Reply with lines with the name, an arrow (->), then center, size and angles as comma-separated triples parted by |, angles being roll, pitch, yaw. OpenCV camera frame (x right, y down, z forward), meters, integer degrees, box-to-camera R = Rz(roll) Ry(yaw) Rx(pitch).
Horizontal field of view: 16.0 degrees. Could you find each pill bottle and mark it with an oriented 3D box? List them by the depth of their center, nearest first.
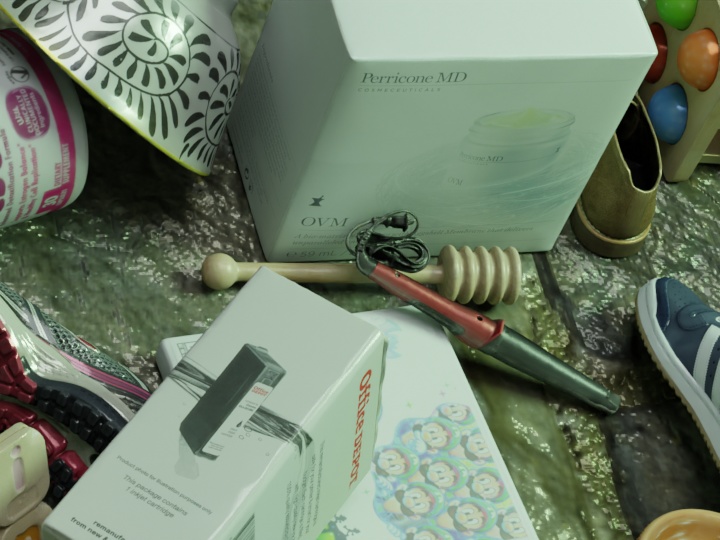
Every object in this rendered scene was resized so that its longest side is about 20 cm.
pill bottle -> -0.269, -0.063, 1.478 | 0.200, 0.113, 0.113 | -21, 62, -31

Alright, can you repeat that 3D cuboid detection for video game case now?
video game case -> -0.005, 0.112, 1.491 | 0.182, 0.024, 0.200 | -7, 55, -25

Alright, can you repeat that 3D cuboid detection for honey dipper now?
honey dipper -> 0.000, 0.000, 1.577 | 0.200, 0.038, 0.038 | 2, 52, -15

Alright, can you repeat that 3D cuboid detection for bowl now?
bowl -> -0.137, -0.158, 1.541 | 0.201, 0.201, 0.094 | 43, 95, 17

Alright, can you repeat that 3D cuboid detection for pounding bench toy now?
pounding bench toy -> 0.280, -0.165, 1.701 | 0.156, 0.200, 0.124 | 1, 52, -20

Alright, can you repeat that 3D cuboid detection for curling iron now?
curling iron -> 0.078, 0.029, 1.561 | 0.200, 0.026, 0.050 | 35, 75, -8

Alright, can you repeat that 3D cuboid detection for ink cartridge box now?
ink cartridge box -> -0.075, 0.118, 1.356 | 0.084, 0.144, 0.200 | 30, 58, 17

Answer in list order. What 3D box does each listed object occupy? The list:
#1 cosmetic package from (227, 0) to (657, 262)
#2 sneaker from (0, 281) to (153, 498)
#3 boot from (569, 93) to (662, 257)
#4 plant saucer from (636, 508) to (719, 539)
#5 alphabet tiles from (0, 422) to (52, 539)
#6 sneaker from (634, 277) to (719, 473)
cosmetic package -> 0.045, -0.112, 1.573 | 0.199, 0.200, 0.123 | -3, 54, -21
sneaker -> -0.184, 0.060, 1.442 | 0.200, 0.081, 0.075 | 42, 29, 10
boot -> 0.166, -0.109, 1.699 | 0.074, 0.075, 0.200 | 2, 51, -16
plant saucer -> 0.223, 0.224, 1.438 | 0.200, 0.037, 0.200 | 28, 34, -21
alphabet tiles -> -0.228, 0.161, 1.266 | 0.015, 0.196, 0.200 | 26, 45, 32
sneaker -> 0.248, 0.056, 1.552 | 0.070, 0.109, 0.200 | 22, 32, -42
